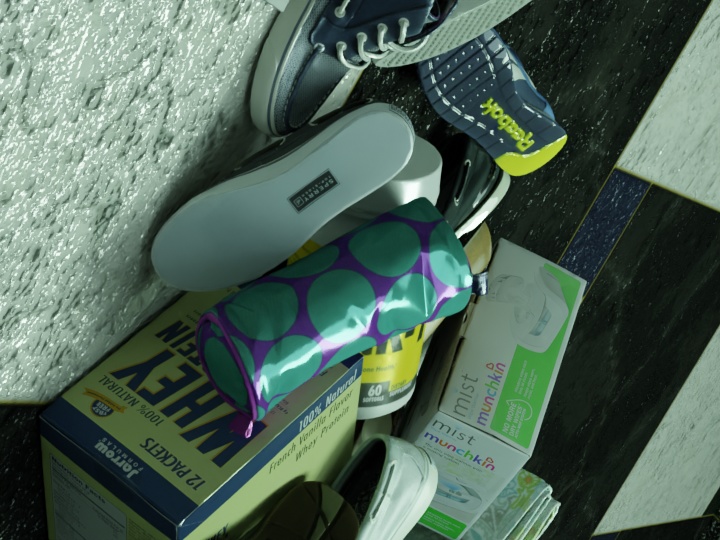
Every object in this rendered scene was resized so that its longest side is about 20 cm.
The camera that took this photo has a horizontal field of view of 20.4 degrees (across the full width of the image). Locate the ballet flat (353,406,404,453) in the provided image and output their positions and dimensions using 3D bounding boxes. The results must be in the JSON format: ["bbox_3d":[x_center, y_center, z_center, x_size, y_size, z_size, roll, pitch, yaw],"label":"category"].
[{"bbox_3d":[-0.010,0.179,1.742,0.201,0.069,0.071,-68,-170,-23],"label":"ballet flat"}]

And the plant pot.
[{"bbox_3d":[0.050,0.043,1.701,0.200,0.027,0.200,-50,178,-2],"label":"plant pot"}]

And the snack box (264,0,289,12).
[{"bbox_3d":[-0.018,-0.261,1.247,0.201,0.024,0.072,-59,159,4],"label":"snack box"}]

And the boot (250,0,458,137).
[{"bbox_3d":[0.002,-0.164,1.333,0.073,0.090,0.201,-9,129,-61],"label":"boot"}]

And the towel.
[{"bbox_3d":[0.061,0.232,1.833,0.171,0.199,0.048,-48,144,-29],"label":"towel"}]

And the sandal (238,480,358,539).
[{"bbox_3d":[-0.077,0.214,1.375,0.200,0.082,0.055,-41,177,-46],"label":"sandal"}]

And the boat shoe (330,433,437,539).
[{"bbox_3d":[-0.024,0.206,1.475,0.071,0.070,0.202,35,89,-42],"label":"boat shoe"}]

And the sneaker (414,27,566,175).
[{"bbox_3d":[0.090,-0.153,1.568,0.074,0.083,0.200,-31,141,10],"label":"sneaker"}]

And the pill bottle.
[{"bbox_3d":[0.000,0.000,1.506,0.114,0.114,0.202,-29,136,-48],"label":"pill bottle"}]

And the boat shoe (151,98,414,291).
[{"bbox_3d":[-0.055,-0.057,1.364,0.199,0.070,0.066,-35,-160,6],"label":"boat shoe"}]

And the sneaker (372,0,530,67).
[{"bbox_3d":[0.078,-0.233,1.440,0.199,0.105,0.075,-31,169,17],"label":"sneaker"}]

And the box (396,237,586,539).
[{"bbox_3d":[0.103,0.105,1.770,0.177,0.096,0.201,-58,-173,52],"label":"box"}]

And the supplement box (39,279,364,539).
[{"bbox_3d":[-0.115,0.143,1.450,0.200,0.134,0.201,-41,154,-33],"label":"supplement box"}]

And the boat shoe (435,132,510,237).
[{"bbox_3d":[0.040,-0.033,1.627,0.199,0.074,0.066,-45,123,-13],"label":"boat shoe"}]

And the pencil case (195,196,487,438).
[{"bbox_3d":[-0.015,0.028,1.369,0.199,0.085,0.093,-26,120,-25],"label":"pencil case"}]
